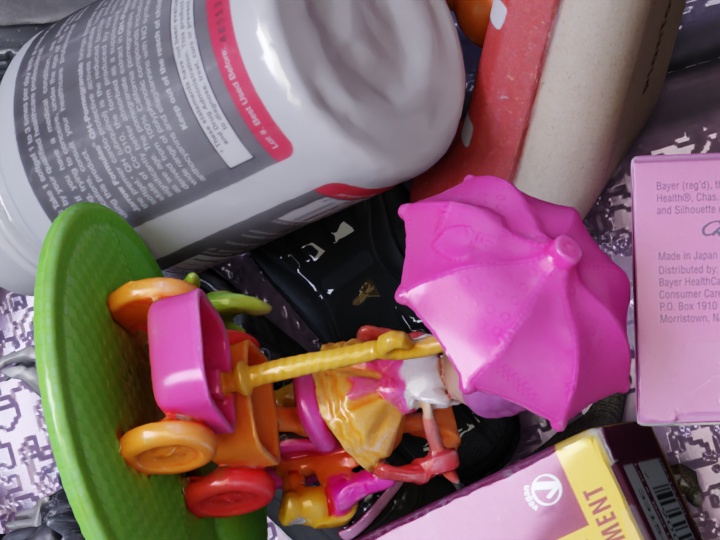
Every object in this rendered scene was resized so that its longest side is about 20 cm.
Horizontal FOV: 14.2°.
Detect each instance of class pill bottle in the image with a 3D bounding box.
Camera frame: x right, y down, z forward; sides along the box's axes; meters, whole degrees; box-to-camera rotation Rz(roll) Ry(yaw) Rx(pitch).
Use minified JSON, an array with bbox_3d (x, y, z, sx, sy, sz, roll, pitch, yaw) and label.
[{"bbox_3d":[-0.067,-0.057,1.089,0.200,0.111,0.111,-22,87,39],"label":"pill bottle"}]

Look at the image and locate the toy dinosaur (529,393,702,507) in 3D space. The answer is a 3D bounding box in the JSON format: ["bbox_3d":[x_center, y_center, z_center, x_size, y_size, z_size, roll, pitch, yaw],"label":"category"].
[{"bbox_3d":[0.089,0.127,1.161,0.102,0.077,0.201,-1,96,-6],"label":"toy dinosaur"}]

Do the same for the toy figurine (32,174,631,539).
[{"bbox_3d":[0.010,0.039,1.014,0.184,0.200,0.151,-14,64,15],"label":"toy figurine"}]

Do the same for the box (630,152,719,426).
[{"bbox_3d":[0.195,0.004,1.081,0.175,0.200,0.097,-1,90,9],"label":"box"}]

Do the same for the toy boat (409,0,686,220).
[{"bbox_3d":[0.053,-0.104,1.119,0.130,0.131,0.200,21,124,12],"label":"toy boat"}]

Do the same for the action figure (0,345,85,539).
[{"bbox_3d":[-0.148,0.087,1.167,0.200,0.119,0.102,-17,88,22],"label":"action figure"}]

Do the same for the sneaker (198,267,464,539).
[{"bbox_3d":[-0.030,0.070,1.168,0.200,0.099,0.071,43,95,4],"label":"sneaker"}]

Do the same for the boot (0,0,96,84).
[{"bbox_3d":[-0.143,-0.129,1.193,0.199,0.070,0.132,-7,61,-17],"label":"boot"}]

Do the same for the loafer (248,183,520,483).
[{"bbox_3d":[0.000,0.000,1.178,0.068,0.070,0.201,-33,73,5],"label":"loafer"}]

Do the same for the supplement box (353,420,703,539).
[{"bbox_3d":[0.039,0.154,1.093,0.200,0.103,0.131,-27,82,15],"label":"supplement box"}]
